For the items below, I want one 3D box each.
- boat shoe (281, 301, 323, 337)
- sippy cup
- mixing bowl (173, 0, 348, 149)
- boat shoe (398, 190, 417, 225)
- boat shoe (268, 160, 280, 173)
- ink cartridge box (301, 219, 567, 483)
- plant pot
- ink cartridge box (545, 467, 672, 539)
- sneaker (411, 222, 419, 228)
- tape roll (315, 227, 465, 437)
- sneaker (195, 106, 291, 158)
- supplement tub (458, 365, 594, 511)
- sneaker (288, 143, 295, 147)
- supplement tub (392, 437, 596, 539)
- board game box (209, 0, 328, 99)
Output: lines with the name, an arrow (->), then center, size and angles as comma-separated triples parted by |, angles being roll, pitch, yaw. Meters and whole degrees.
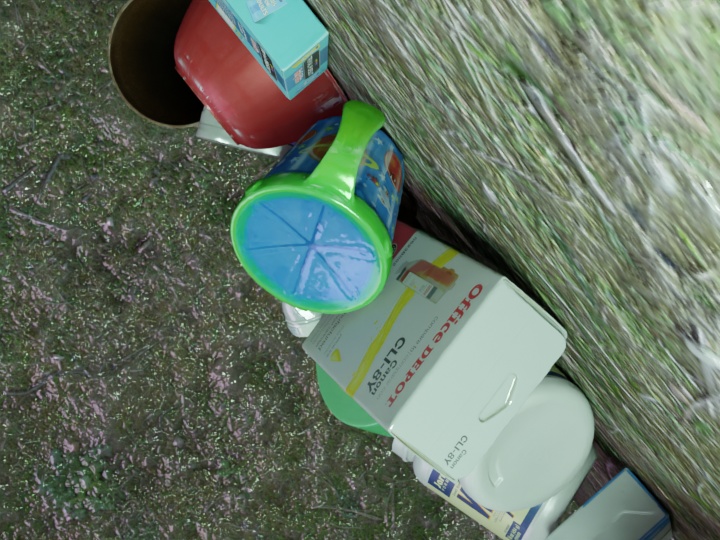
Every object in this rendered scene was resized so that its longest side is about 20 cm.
boat shoe -> 0.000, 0.000, 1.158 | 0.072, 0.199, 0.069 | 36, 147, 62
sippy cup -> -0.024, -0.056, 0.884 | 0.140, 0.177, 0.131 | 50, -139, -24
mixing bowl -> -0.108, -0.192, 1.014 | 0.201, 0.108, 0.200 | 52, 180, 0
boat shoe -> -0.005, -0.090, 1.053 | 0.075, 0.075, 0.202 | 52, 180, 22
boat shoe -> -0.088, -0.075, 1.204 | 0.076, 0.074, 0.200 | 47, -175, -3
ink cartridge box -> 0.053, 0.056, 0.854 | 0.083, 0.146, 0.200 | 38, 178, -27
plant pot -> -0.232, -0.304, 1.492 | 0.187, 0.187, 0.200 | 51, -166, -4
ink cartridge box -> 0.277, 0.294, 1.154 | 0.068, 0.116, 0.200 | 49, 180, 26
sneaker -> 0.038, 0.002, 1.298 | 0.200, 0.115, 0.076 | 51, 179, -43
tape roll -> 0.034, 0.059, 1.035 | 0.048, 0.201, 0.201 | 21, -163, -35
sneaker -> -0.086, -0.189, 1.250 | 0.198, 0.117, 0.074 | 13, -179, -22
supplement tub -> 0.123, 0.125, 1.050 | 0.145, 0.145, 0.200 | 51, 180, -36
sneaker -> -0.032, -0.098, 1.162 | 0.066, 0.078, 0.201 | 42, 165, 44
supplement tub -> 0.151, 0.210, 1.204 | 0.199, 0.146, 0.145 | 32, 174, 16
board game box -> -0.104, -0.237, 0.833 | 0.200, 0.047, 0.151 | 51, 179, -3
